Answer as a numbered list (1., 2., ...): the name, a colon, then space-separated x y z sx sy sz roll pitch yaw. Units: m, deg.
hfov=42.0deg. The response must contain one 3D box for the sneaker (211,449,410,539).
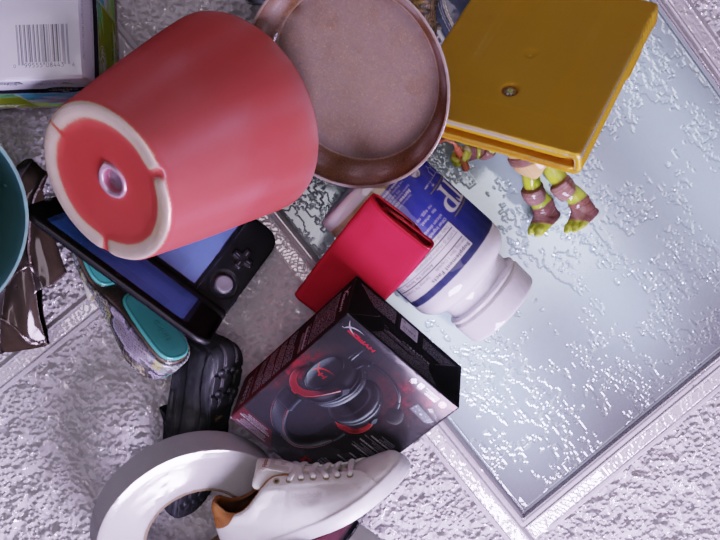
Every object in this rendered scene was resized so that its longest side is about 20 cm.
1. sneaker: -0.053 0.208 0.896 0.200 0.073 0.085 -27 95 4

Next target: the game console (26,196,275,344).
1. game console: -0.189 -0.041 0.897 0.200 0.116 0.176 38 64 -7

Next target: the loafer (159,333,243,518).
1. loafer: -0.175 0.158 0.974 0.070 0.068 0.201 21 104 32

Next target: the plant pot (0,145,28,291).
1. plant pot: -0.404 -0.061 0.808 0.200 0.161 0.201 -10 111 -26

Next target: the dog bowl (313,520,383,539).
1. dog bowl: -0.059 0.322 0.932 0.200 0.200 0.074 -41 85 -1

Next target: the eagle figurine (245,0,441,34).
1. eagle figurine: -0.022 -0.243 0.918 0.199 0.151 0.152 0 74 8

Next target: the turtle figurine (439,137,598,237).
1. turtle figurine: 0.168 -0.113 0.963 0.161 0.200 0.064 58 43 -23

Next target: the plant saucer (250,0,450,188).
1. plant saucer: -0.009 -0.172 0.842 0.200 0.034 0.201 13 124 19

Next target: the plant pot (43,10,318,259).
1. plant pot: -0.164 -0.110 0.830 0.200 0.177 0.201 17 125 26

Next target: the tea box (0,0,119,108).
1. tea box: -0.336 -0.224 0.858 0.199 0.197 0.134 -2 94 -4

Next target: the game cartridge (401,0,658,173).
1. game cartridge: 0.160 -0.192 0.876 0.176 0.032 0.200 20 62 24

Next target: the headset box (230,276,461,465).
1. headset box: -0.020 0.127 0.938 0.149 0.075 0.200 42 116 -14

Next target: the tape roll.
1. tape roll: -0.169 0.255 0.946 0.202 0.037 0.203 -12 120 -21

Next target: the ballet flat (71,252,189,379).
1. ballet flat: -0.246 0.026 0.946 0.072 0.072 0.201 -33 77 -2

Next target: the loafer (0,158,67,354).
1. loafer: -0.330 -0.012 0.944 0.071 0.073 0.201 8 102 -11

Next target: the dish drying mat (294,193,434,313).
1. dish drying mat: 0.000 0.000 0.921 0.077 0.200 0.018 37 54 -3

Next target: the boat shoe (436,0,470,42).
1. boat shoe: 0.145 -0.222 0.971 0.075 0.062 0.200 -36 97 -2

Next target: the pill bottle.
1. pill bottle: 0.072 -0.026 0.950 0.200 0.120 0.120 42 90 -7
